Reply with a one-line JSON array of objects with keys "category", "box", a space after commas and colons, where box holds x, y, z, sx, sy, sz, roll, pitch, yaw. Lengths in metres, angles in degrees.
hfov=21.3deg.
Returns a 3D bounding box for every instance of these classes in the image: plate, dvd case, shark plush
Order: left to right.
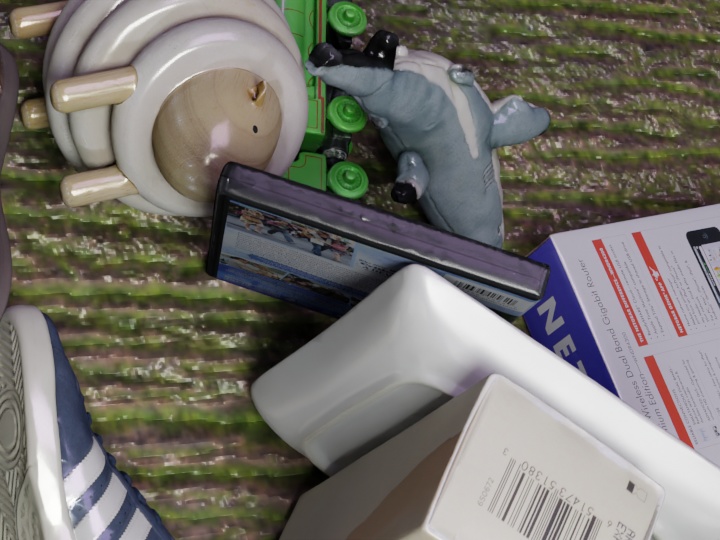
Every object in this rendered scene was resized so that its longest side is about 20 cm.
[{"category": "dvd case", "box": [0.000, 0.000, 0.870, 0.141, 0.200, 0.018, 19, 79, -3]}, {"category": "shark plush", "box": [0.037, -0.067, 0.972, 0.090, 0.200, 0.084, 5, 74, 18]}, {"category": "plate", "box": [0.058, 0.091, 0.869, 0.199, 0.200, 0.033, 33, 62, -11]}]

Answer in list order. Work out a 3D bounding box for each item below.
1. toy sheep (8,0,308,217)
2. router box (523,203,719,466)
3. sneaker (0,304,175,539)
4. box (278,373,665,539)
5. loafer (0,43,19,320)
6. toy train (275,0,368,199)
[{"category": "toy sheep", "box": [-0.094, -0.092, 0.919, 0.137, 0.139, 0.200, 6, 29, -28]}, {"category": "router box", "box": [0.196, 0.065, 1.060, 0.178, 0.049, 0.202, -9, 69, -34]}, {"category": "sneaker", "box": [-0.115, 0.112, 0.835, 0.084, 0.075, 0.202, -2, 72, -37]}, {"category": "box", "box": [0.033, 0.126, 0.826, 0.094, 0.200, 0.078, 33, 59, -9]}, {"category": "loafer", "box": [-0.201, -0.039, 0.852, 0.071, 0.072, 0.202, 57, 22, -51]}, {"category": "toy train", "box": [-0.026, -0.087, 1.019, 0.056, 0.042, 0.202, 8, 60, -15]}]
